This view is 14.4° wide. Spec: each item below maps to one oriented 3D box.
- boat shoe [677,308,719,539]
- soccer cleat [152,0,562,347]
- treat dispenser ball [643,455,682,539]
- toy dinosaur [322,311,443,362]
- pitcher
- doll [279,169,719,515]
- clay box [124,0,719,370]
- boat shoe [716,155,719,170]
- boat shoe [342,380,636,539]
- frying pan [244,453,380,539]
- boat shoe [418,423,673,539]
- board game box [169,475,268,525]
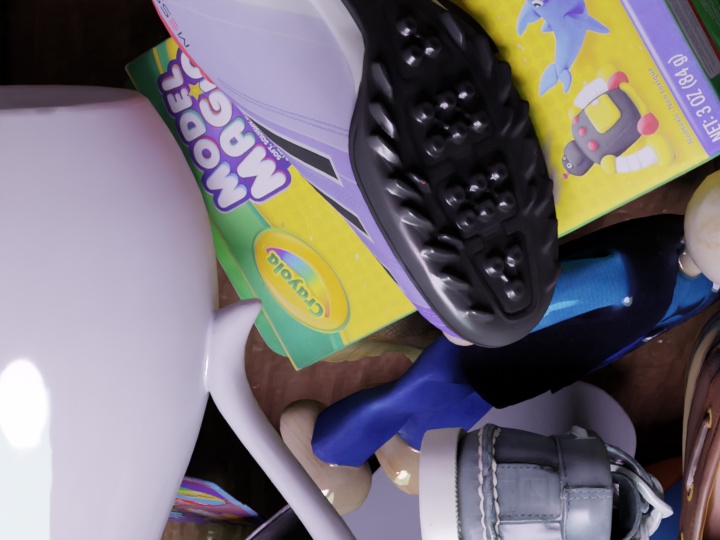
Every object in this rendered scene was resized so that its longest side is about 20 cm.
[{"bbox_3d":[0.132,0.112,0.932,0.072,0.068,0.200,0,107,11],"label":"boat shoe"},{"bbox_3d":[-0.012,-0.062,0.839,0.073,0.068,0.200,-33,89,49],"label":"soccer cleat"},{"bbox_3d":[0.146,0.168,1.080,0.201,0.201,0.201,0,141,0],"label":"treat dispenser ball"},{"bbox_3d":[0.000,0.000,0.986,0.101,0.058,0.200,-29,133,32],"label":"toy dinosaur"},{"bbox_3d":[-0.079,0.045,0.885,0.171,0.121,0.200,0,99,8],"label":"pitcher"},{"bbox_3d":[0.066,0.017,0.914,0.136,0.049,0.200,-11,163,-47],"label":"doll"},{"bbox_3d":[0.016,-0.051,0.886,0.200,0.048,0.115,-29,93,29],"label":"clay box"},{"bbox_3d":[0.147,-0.040,0.915,0.067,0.072,0.200,-9,142,10],"label":"boat shoe"},{"bbox_3d":[0.015,0.112,1.046,0.200,0.069,0.057,-36,163,-14],"label":"boat shoe"},{"bbox_3d":[-0.035,0.109,1.067,0.115,0.031,0.190,-44,163,10],"label":"frying pan"},{"bbox_3d":[0.070,0.090,0.924,0.062,0.073,0.200,-7,164,14],"label":"boat shoe"},{"bbox_3d":[-0.121,0.094,1.041,0.158,0.039,0.200,7,170,9],"label":"board game box"}]
